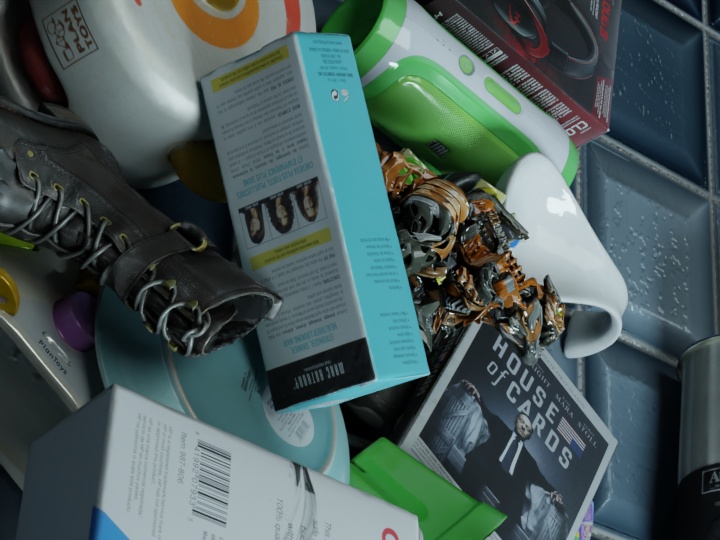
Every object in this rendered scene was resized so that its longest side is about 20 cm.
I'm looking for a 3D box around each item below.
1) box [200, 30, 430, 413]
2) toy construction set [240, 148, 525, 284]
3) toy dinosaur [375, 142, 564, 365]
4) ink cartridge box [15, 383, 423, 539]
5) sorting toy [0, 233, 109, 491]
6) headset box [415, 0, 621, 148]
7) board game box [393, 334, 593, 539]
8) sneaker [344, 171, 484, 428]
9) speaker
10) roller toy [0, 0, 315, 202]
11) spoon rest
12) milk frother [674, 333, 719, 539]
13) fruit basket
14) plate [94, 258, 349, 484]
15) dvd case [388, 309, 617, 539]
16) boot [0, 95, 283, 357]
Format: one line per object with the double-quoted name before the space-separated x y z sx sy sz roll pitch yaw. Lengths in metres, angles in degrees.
"box" -0.026 -0.027 1.215 0.049 0.082 0.201 -4 78 -48
"toy construction set" 0.000 0.000 1.379 0.131 0.092 0.200 45 75 -6
"toy dinosaur" 0.031 -0.010 1.308 0.200 0.102 0.136 33 61 10
"ink cartridge box" -0.070 0.167 1.079 0.200 0.084 0.145 27 49 -30
"sorting toy" -0.168 0.019 1.231 0.200 0.107 0.180 52 36 -15
"headset box" 0.115 -0.186 1.617 0.200 0.075 0.149 37 45 -29
"board game box" 0.106 0.132 1.495 0.158 0.039 0.200 -30 94 -48
"sneaker" 0.035 0.012 1.450 0.075 0.079 0.200 36 51 -29
"speaker" 0.062 -0.116 1.528 0.200 0.088 0.089 36 50 -29
"roller toy" -0.124 -0.151 1.315 0.182 0.140 0.200 33 52 -30
"spoon rest" 0.143 -0.005 1.527 0.200 0.060 0.100 53 44 -49
"milk frother" 0.325 0.178 1.650 0.200 0.180 0.189 83 14 -59
"fruit basket" 0.007 0.232 1.286 0.215 0.156 0.216 21 46 -23
"plate" -0.068 0.067 1.219 0.200 0.026 0.201 36 36 -32
"dvd case" 0.095 0.119 1.428 0.150 0.025 0.200 51 37 -13
"boot" -0.140 -0.018 1.133 0.174 0.069 0.200 41 23 19
